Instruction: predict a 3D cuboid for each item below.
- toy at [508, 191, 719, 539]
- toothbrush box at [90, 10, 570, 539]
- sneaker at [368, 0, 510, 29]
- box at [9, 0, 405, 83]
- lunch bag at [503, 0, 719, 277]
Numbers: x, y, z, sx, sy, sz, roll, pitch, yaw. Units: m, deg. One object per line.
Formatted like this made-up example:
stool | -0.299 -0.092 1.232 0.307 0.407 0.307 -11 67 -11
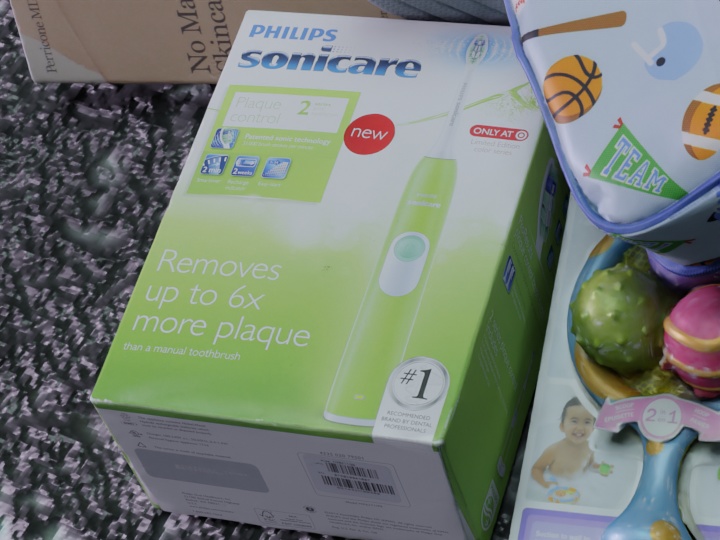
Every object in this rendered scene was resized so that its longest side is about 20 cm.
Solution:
toy | 0.116 0.029 0.878 0.115 0.047 0.201 3 74 24
toothbrush box | 0.000 0.000 0.949 0.145 0.086 0.200 6 55 21
sneaker | 0.058 -0.133 0.970 0.073 0.200 0.071 -7 68 50
box | -0.054 -0.139 1.055 0.199 0.095 0.078 0 36 19
lunch bag | 0.134 -0.103 0.846 0.160 0.075 0.200 -33 55 25
